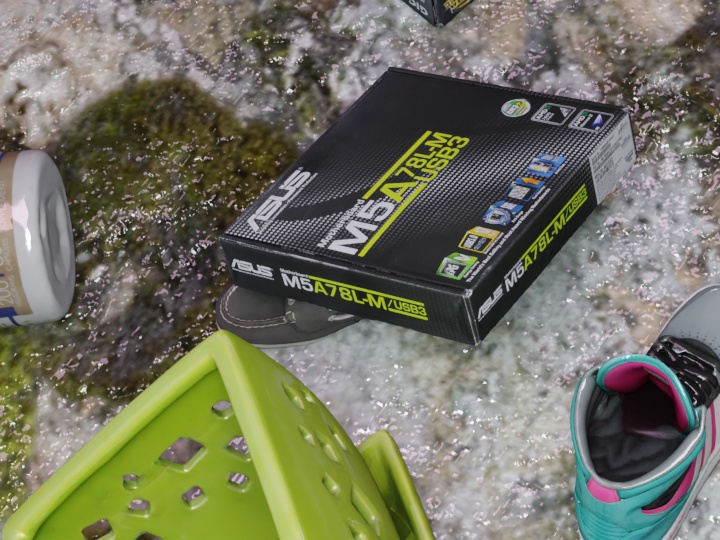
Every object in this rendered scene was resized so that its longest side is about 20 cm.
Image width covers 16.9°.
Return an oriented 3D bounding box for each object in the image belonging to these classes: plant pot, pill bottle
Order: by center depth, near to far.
[{"bbox_3d":[-0.058,0.185,1.354,0.199,0.181,0.201,-41,48,22],"label":"plant pot"},{"bbox_3d":[-0.293,-0.012,1.567,0.198,0.111,0.112,-7,59,5],"label":"pill bottle"}]

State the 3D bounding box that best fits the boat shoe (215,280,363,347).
[{"bbox_3d":[0.000,0.000,1.553,0.198,0.057,0.067,-10,59,3],"label":"boat shoe"}]

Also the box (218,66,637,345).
[{"bbox_3d":[0.044,-0.046,1.521,0.192,0.048,0.200,16,46,34],"label":"box"}]

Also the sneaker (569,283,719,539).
[{"bbox_3d":[0.182,0.071,1.446,0.083,0.121,0.201,20,65,19],"label":"sneaker"}]

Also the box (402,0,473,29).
[{"bbox_3d":[0.056,-0.296,1.719,0.198,0.050,0.200,-43,63,-14],"label":"box"}]
